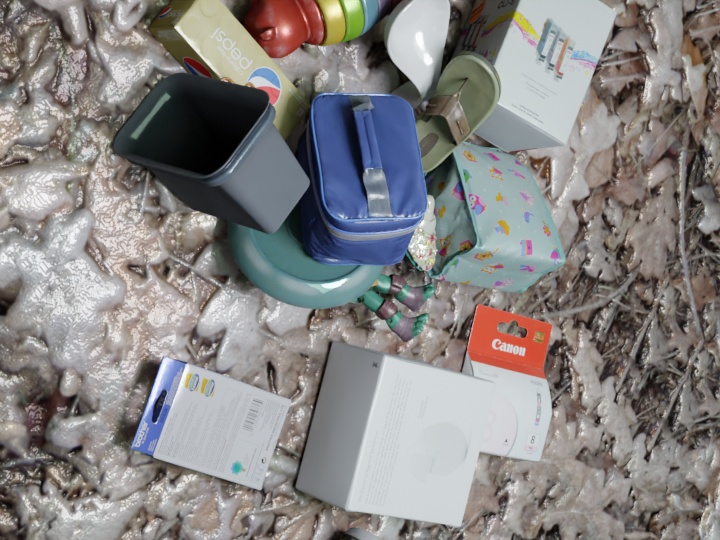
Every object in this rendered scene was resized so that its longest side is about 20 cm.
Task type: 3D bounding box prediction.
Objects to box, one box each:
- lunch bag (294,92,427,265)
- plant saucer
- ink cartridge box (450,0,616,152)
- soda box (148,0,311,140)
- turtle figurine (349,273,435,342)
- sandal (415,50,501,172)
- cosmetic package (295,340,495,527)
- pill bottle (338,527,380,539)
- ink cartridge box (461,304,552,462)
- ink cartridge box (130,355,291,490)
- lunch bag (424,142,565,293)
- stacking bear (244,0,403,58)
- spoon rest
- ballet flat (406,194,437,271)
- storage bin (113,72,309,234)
[{"bbox_3d":[0.002,-0.119,1.588,0.135,0.132,0.201,-2,64,-17],"label":"lunch bag"},{"bbox_3d":[-0.060,-0.049,1.626,0.199,0.027,0.201,6,62,-12],"label":"plant saucer"},{"bbox_3d":[0.216,-0.280,1.790,0.144,0.145,0.201,27,79,-22],"label":"ink cartridge box"},{"bbox_3d":[-0.151,-0.238,1.582,0.200,0.064,0.068,48,69,-32],"label":"soda box"},{"bbox_3d":[0.000,0.000,1.710,0.200,0.101,0.150,36,55,-17],"label":"turtle figurine"},{"bbox_3d":[0.109,-0.187,1.690,0.080,0.201,0.057,34,38,-1],"label":"sandal"},{"bbox_3d":[0.046,0.214,1.761,0.199,0.123,0.200,17,86,-39],"label":"cosmetic package"},{"bbox_3d":[-0.032,0.441,1.740,0.200,0.112,0.113,-48,122,-22],"label":"pill bottle"},{"bbox_3d":[0.212,0.164,1.929,0.162,0.057,0.201,15,92,-37],"label":"ink cartridge box"},{"bbox_3d":[-0.185,0.183,1.633,0.200,0.042,0.120,25,82,-40],"label":"ink cartridge box"},{"bbox_3d":[0.161,-0.083,1.804,0.170,0.122,0.201,8,57,-37],"label":"lunch bag"},{"bbox_3d":[-0.050,-0.323,1.625,0.200,0.121,0.114,-30,107,-20],"label":"stacking bear"},{"bbox_3d":[0.071,-0.270,1.679,0.099,0.061,0.200,-36,156,-18],"label":"spoon rest"},{"bbox_3d":[0.054,-0.096,1.713,0.201,0.064,0.076,60,24,0],"label":"ballet flat"},{"bbox_3d":[-0.154,-0.132,1.525,0.146,0.200,0.134,-55,135,-17],"label":"storage bin"}]
